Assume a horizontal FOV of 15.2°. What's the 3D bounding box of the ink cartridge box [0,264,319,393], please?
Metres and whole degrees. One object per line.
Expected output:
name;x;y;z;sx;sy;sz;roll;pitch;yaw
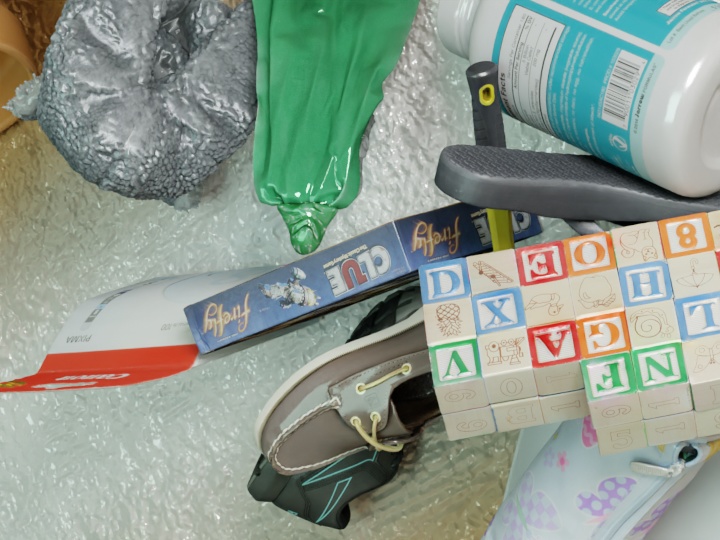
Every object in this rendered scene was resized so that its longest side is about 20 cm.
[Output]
ink cartridge box;-0.150;0.040;1.835;0.159;0.199;0.048;-4;98;42

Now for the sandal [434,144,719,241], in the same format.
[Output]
sandal;0.137;-0.039;1.584;0.076;0.199;0.043;-115;34;-66

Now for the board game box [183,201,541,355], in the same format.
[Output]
board game box;0.000;0.000;1.735;0.199;0.135;0.035;-22;86;43

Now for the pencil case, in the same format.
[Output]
pencil case;0.147;0.134;1.633;0.200;0.083;0.091;-56;44;36

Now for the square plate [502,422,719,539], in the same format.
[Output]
square plate;0.186;0.114;1.669;0.198;0.028;0.201;29;118;34

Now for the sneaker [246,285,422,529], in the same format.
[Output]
sneaker;0.005;0.093;1.812;0.079;0.075;0.200;35;120;-4

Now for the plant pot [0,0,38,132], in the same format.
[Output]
plant pot;-0.345;-0.182;1.976;0.200;0.199;0.141;-34;60;41

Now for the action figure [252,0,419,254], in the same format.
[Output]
action figure;-0.026;-0.103;1.714;0.117;0.055;0.201;4;66;8

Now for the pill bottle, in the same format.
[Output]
pill bottle;0.141;-0.127;1.594;0.199;0.110;0.111;28;118;34

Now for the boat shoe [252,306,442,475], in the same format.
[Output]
boat shoe;0.022;0.079;1.724;0.199;0.072;0.060;-29;47;9

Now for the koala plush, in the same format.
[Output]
koala plush;-0.156;-0.115;1.823;0.177;0.185;0.200;29;158;-11

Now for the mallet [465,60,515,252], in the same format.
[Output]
mallet;0.074;-0.033;1.622;0.041;0.066;0.201;-113;4;-55

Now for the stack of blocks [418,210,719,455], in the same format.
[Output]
stack of blocks;0.140;0.041;1.540;0.059;0.199;0.116;74;-172;-52
